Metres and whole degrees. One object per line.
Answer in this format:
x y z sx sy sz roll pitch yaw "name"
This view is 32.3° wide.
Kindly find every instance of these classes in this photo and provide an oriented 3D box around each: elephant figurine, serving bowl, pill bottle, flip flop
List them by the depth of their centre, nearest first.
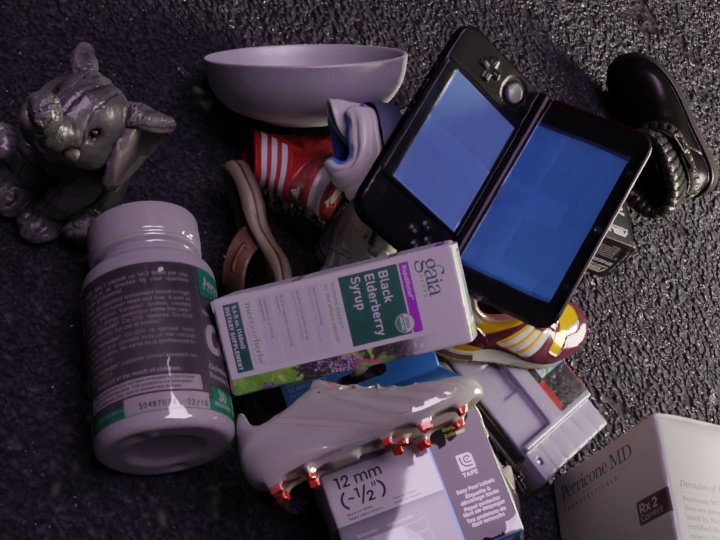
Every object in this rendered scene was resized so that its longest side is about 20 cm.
-0.168 0.053 1.010 0.112 0.113 0.202 5 59 -30 "pill bottle"
-0.224 -0.115 1.024 0.140 0.200 0.156 13 54 -25 "elephant figurine"
-0.104 -0.011 1.123 0.057 0.081 0.202 -11 65 -18 "flip flop"
-0.052 -0.179 1.216 0.199 0.199 0.067 -15 110 -38 "serving bowl"

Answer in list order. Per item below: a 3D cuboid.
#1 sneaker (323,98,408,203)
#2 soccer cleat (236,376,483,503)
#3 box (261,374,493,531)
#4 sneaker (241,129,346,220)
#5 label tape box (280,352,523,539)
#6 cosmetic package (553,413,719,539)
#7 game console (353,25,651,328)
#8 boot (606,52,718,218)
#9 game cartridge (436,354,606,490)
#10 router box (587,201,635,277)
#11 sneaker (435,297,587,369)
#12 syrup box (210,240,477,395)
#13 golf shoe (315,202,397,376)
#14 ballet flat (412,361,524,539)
0.044 -0.142 1.135 0.146 0.080 0.201 29 71 -17 "sneaker"
-0.002 0.112 0.970 0.198 0.069 0.078 -20 67 -8 "soccer cleat"
0.022 0.176 1.104 0.199 0.036 0.144 28 50 -16 "box"
-0.047 -0.125 1.229 0.115 0.079 0.200 23 25 9 "sneaker"
0.029 0.149 1.025 0.142 0.066 0.202 -18 73 -11 "label tape box"
0.297 0.264 1.135 0.164 0.165 0.202 13 54 -25 "cosmetic package"
0.122 -0.083 1.059 0.172 0.118 0.201 39 75 -31 "game console"
0.338 -0.166 1.481 0.157 0.079 0.212 -16 70 -51 "boot"
0.142 0.098 1.199 0.129 0.038 0.200 -31 78 -42 "game cartridge"
0.198 -0.094 1.364 0.198 0.062 0.151 18 48 -23 "router box"
0.154 0.041 1.162 0.199 0.090 0.075 0 57 -36 "sneaker"
-0.010 0.037 1.004 0.081 0.198 0.080 -29 105 -82 "syrup box"
0.000 0.000 1.148 0.078 0.097 0.201 23 43 -22 "golf shoe"
0.101 0.168 1.094 0.063 0.067 0.201 -13 68 -46 "ballet flat"
